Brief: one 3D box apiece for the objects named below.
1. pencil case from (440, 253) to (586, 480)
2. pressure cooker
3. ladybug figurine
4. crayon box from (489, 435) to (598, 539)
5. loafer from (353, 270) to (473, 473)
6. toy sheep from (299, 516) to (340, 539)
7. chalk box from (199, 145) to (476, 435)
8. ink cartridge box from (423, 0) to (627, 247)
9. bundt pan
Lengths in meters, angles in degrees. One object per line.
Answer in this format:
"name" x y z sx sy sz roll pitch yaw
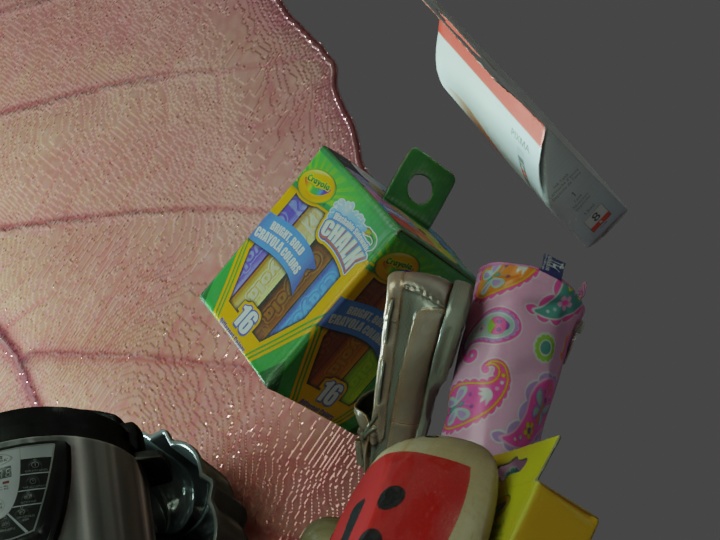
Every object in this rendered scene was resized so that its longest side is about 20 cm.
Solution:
"pencil case" 0.101 0.092 1.184 0.087 0.087 0.202 3 69 40
"pressure cooker" -0.240 0.196 1.241 0.179 0.175 0.201 -43 44 36
"ladybug figurine" 0.020 0.181 1.031 0.136 0.072 0.201 -45 16 48
"crayon box" 0.076 0.206 1.041 0.201 0.051 0.127 -62 11 -19
"loafer" 0.026 0.088 1.207 0.072 0.062 0.201 -68 -4 -63
"toy sheep" 0.010 0.256 1.143 0.137 0.138 0.201 -36 60 19
"chalk box" 0.000 0.000 1.285 0.200 0.125 0.124 -49 47 9
"ink cartridge box" 0.096 -0.116 1.213 0.050 0.200 0.163 -45 47 11
"bundt pan" -0.167 0.233 1.333 0.201 0.076 0.204 -18 58 31
